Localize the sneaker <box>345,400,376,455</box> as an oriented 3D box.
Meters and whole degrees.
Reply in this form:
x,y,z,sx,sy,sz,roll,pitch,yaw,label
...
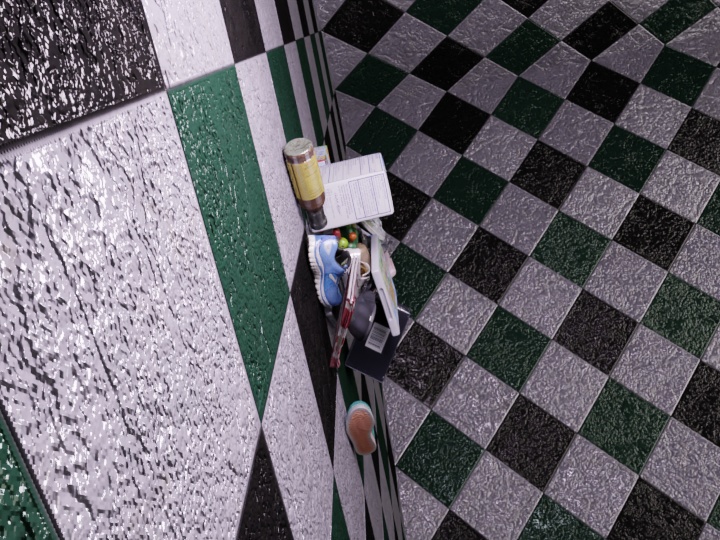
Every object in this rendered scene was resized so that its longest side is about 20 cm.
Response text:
x,y,z,sx,sy,sz,roll,pitch,yaw,label
-0.003,0.357,1.475,0.203,0.069,0.081,84,-5,-47,sneaker

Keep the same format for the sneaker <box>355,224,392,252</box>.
x,y,z,sx,sy,sz,roll,pitch,yaw,label
0.023,-0.083,1.756,0.078,0.136,0.205,-104,-175,-62,sneaker

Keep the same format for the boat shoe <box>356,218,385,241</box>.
x,y,z,sx,sy,sz,roll,pitch,yaw,label
0.009,-0.154,1.655,0.202,0.065,0.074,44,-4,-31,boat shoe

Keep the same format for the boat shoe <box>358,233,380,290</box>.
x,y,z,sx,sy,sz,roll,pitch,yaw,label
0.000,0.000,1.628,0.071,0.067,0.205,-25,-132,52,boat shoe

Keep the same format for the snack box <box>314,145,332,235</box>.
x,y,z,sx,sy,sz,roll,pitch,yaw,label
-0.096,-0.216,1.677,0.143,0.051,0.205,-94,174,-64,snack box

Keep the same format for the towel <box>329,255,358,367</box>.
x,y,z,sx,sy,sz,roll,pitch,yaw,label
-0.032,0.090,1.327,0.146,0.022,0.203,-84,-173,-51,towel

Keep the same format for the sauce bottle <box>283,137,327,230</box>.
x,y,z,sx,sy,sz,roll,pitch,yaw,label
-0.106,-0.170,1.263,0.203,0.063,0.066,79,3,-45,sauce bottle

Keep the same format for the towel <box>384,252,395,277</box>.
x,y,z,sx,sy,sz,roll,pitch,yaw,label
0.023,0.040,1.865,0.032,0.199,0.192,45,11,-12,towel

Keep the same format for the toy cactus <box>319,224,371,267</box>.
x,y,z,sx,sy,sz,roll,pitch,yaw,label
-0.030,-0.069,1.535,0.167,0.101,0.200,56,3,-16,toy cactus

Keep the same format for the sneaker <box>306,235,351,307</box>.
x,y,z,sx,sy,sz,roll,pitch,yaw,label
-0.058,0.004,1.336,0.203,0.086,0.080,80,2,-48,sneaker

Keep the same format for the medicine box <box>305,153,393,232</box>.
x,y,z,sx,sy,sz,roll,pitch,yaw,label
-0.030,-0.186,1.454,0.183,0.194,0.106,-93,170,-66,medicine box

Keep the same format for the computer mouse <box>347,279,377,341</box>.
x,y,z,sx,sy,sz,roll,pitch,yaw,label
-0.003,0.098,1.421,0.200,0.051,0.142,-94,-155,-78,computer mouse

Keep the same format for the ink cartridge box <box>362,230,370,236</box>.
x,y,z,sx,sy,sz,roll,pitch,yaw,label
-0.024,-0.152,1.942,0.200,0.142,0.151,44,35,-84,ink cartridge box

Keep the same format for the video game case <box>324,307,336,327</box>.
x,y,z,sx,sy,sz,roll,pitch,yaw,label
-0.074,0.057,1.523,0.200,0.017,0.147,70,11,-74,video game case

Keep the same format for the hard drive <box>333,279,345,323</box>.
x,y,z,sx,sy,sz,roll,pitch,yaw,label
-0.053,0.031,1.526,0.200,0.032,0.144,-87,167,-77,hard drive

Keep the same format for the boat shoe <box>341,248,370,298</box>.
x,y,z,sx,sy,sz,roll,pitch,yaw,label
-0.008,0.010,1.487,0.202,0.068,0.072,74,6,-56,boat shoe

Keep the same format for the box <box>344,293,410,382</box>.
x,y,z,sx,sy,sz,roll,pitch,yaw,label
0.050,0.182,1.741,0.198,0.121,0.205,3,110,-86,box

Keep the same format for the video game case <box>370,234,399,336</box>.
x,y,z,sx,sy,sz,roll,pitch,yaw,label
0.061,0.033,1.552,0.201,0.021,0.186,-89,162,-62,video game case
